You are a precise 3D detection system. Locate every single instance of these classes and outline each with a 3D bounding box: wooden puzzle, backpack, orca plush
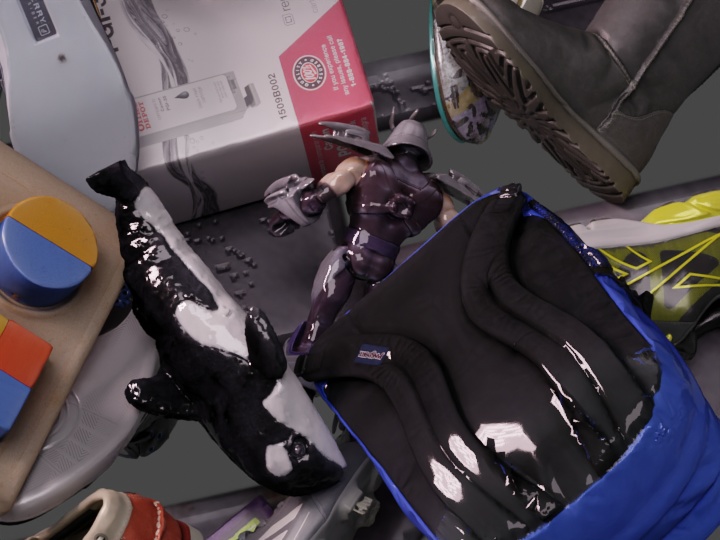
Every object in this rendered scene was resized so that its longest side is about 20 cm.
[{"bbox_3d":[-0.214,-0.002,1.020,0.185,0.046,0.200,33,50,-15],"label":"wooden puzzle"},{"bbox_3d":[0.099,0.079,1.021,0.163,0.168,0.200,-46,37,5],"label":"backpack"},{"bbox_3d":[-0.091,0.040,1.041,0.071,0.105,0.200,-34,101,-19],"label":"orca plush"}]

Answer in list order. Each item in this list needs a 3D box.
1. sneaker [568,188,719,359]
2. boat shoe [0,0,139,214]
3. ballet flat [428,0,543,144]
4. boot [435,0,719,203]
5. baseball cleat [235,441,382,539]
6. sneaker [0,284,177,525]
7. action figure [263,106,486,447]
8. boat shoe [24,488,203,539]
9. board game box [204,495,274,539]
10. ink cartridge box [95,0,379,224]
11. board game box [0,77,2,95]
[{"bbox_3d":[0.148,0.017,1.144,0.200,0.074,0.085,-19,68,-4],"label":"sneaker"},{"bbox_3d":[-0.170,-0.126,1.145,0.071,0.091,0.200,-17,95,0],"label":"boat shoe"},{"bbox_3d":[0.074,-0.175,1.226,0.072,0.072,0.201,-5,66,2],"label":"ballet flat"},{"bbox_3d":[0.157,-0.163,1.188,0.200,0.182,0.073,-52,31,-9],"label":"boot"},{"bbox_3d":[-0.070,0.160,1.075,0.106,0.070,0.200,27,69,20],"label":"baseball cleat"},{"bbox_3d":[-0.142,0.086,1.110,0.073,0.112,0.200,22,50,15],"label":"sneaker"},{"bbox_3d":[0.000,0.000,1.150,0.130,0.069,0.200,20,80,-13],"label":"action figure"},{"bbox_3d":[-0.168,0.168,1.058,0.200,0.063,0.071,-31,41,36],"label":"boat shoe"},{"bbox_3d":[-0.092,0.230,1.099,0.200,0.032,0.120,-39,67,-11],"label":"board game box"},{"bbox_3d":[-0.102,-0.112,1.211,0.200,0.083,0.147,-16,68,-2],"label":"ink cartridge box"},{"bbox_3d":[-0.236,-0.182,1.223,0.035,0.136,0.200,7,67,7],"label":"board game box"}]
